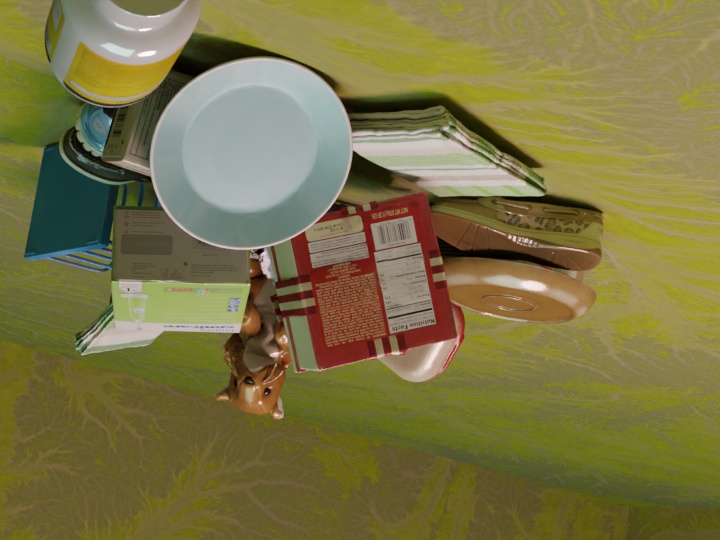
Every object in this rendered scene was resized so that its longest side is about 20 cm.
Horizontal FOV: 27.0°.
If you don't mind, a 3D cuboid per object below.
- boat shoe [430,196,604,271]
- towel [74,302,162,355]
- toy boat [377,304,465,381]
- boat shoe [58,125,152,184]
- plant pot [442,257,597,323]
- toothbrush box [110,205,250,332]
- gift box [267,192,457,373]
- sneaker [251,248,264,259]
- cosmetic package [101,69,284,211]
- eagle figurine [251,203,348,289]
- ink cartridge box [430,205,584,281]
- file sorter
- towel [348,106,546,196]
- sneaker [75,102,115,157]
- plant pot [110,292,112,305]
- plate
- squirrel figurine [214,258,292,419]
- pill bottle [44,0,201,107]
[{"bbox_3d":[0.171,-0.051,1.656,0.197,0.063,0.073,14,156,-3],"label":"boat shoe"},{"bbox_3d":[-0.262,0.033,1.912,0.200,0.031,0.149,-44,161,26],"label":"towel"},{"bbox_3d":[0.060,0.044,1.974,0.199,0.131,0.130,39,-150,17],"label":"toy boat"},{"bbox_3d":[-0.231,-0.130,1.660,0.199,0.073,0.060,10,165,-26],"label":"boat shoe"},{"bbox_3d":[0.174,0.028,1.737,0.197,0.028,0.200,11,165,3],"label":"plant pot"},{"bbox_3d":[-0.195,0.002,1.618,0.143,0.087,0.200,1,162,-7],"label":"toothbrush box"},{"bbox_3d":[0.000,0.000,1.633,0.182,0.203,0.187,-7,177,-12],"label":"gift box"},{"bbox_3d":[-0.149,-0.052,1.838,0.081,0.079,0.199,11,-171,27],"label":"sneaker"},{"bbox_3d":[-0.145,-0.127,1.499,0.198,0.105,0.087,19,176,-24],"label":"cosmetic package"},{"bbox_3d":[-0.054,-0.018,1.785,0.150,0.153,0.200,-11,149,33],"label":"eagle figurine"},{"bbox_3d":[0.154,-0.012,1.807,0.163,0.076,0.199,3,164,36],"label":"ink cartridge box"},{"bbox_3d":[-0.294,-0.076,1.784,0.122,0.141,0.199,17,166,-36],"label":"file sorter"},{"bbox_3d":[0.081,-0.117,1.516,0.148,0.031,0.199,4,167,38],"label":"towel"},{"bbox_3d":[-0.199,-0.135,1.591,0.198,0.079,0.090,15,161,-25],"label":"sneaker"},{"bbox_3d":[-0.240,-0.001,1.941,0.199,0.028,0.200,-30,161,-11],"label":"plant pot"},{"bbox_3d":[-0.105,-0.114,1.435,0.198,0.202,0.026,17,-157,-24],"label":"plate"},{"bbox_3d":[-0.117,0.100,1.954,0.140,0.189,0.200,14,165,-1],"label":"squirrel figurine"},{"bbox_3d":[-0.187,-0.208,1.192,0.111,0.114,0.200,15,167,-15],"label":"pill bottle"}]
